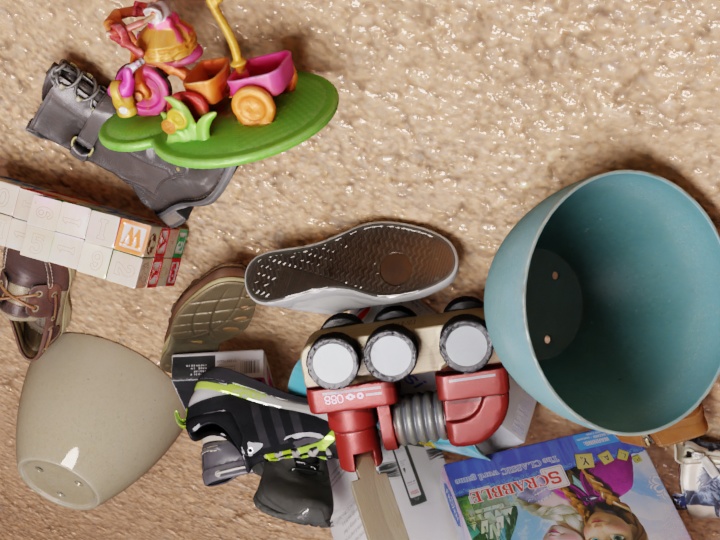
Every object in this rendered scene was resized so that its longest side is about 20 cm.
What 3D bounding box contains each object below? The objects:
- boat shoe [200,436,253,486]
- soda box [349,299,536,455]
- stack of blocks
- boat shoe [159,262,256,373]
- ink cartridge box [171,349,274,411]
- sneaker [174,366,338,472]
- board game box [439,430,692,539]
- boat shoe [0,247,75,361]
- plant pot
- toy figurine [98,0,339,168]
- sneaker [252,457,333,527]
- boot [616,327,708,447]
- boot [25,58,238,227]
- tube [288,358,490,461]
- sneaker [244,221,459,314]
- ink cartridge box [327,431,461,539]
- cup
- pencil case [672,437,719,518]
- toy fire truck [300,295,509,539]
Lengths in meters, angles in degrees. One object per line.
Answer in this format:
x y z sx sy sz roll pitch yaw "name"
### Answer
-0.082 0.223 1.378 0.200 0.063 0.073 5 155 -1 "boat shoe"
0.075 0.099 1.187 0.200 0.063 0.068 38 139 -18 "soda box"
-0.278 -0.039 1.153 0.200 0.059 0.115 16 -177 9 "stack of blocks"
-0.157 0.038 1.219 0.072 0.068 0.200 8 150 -21 "boat shoe"
-0.138 0.139 1.305 0.095 0.037 0.200 -3 154 1 "ink cartridge box"
-0.081 0.163 1.171 0.200 0.083 0.072 18 156 12 "sneaker"
0.199 0.249 1.133 0.200 0.200 0.041 -12 140 -12 "board game box"
-0.352 0.025 1.301 0.072 0.072 0.200 20 141 3 "boat shoe"
0.176 0.027 0.976 0.200 0.200 0.135 39 161 -20 "plant pot"
-0.131 -0.191 0.910 0.200 0.150 0.184 -1 125 20 "toy figurine"
-0.066 0.190 1.230 0.076 0.200 0.091 14 102 -19 "sneaker"
0.279 0.102 1.079 0.200 0.077 0.155 -9 131 36 "boot"
-0.196 -0.123 1.059 0.174 0.069 0.200 36 141 -17 "boot"
0.028 0.135 1.165 0.200 0.050 0.077 20 174 22 "tube"
0.000 0.000 1.125 0.200 0.073 0.085 -4 168 19 "sneaker"
0.027 0.230 1.247 0.084 0.200 0.146 -5 151 -28 "ink cartridge box"
-0.321 0.191 1.422 0.200 0.143 0.200 14 141 12 "cup"
0.394 0.194 1.131 0.200 0.078 0.089 -3 154 29 "pencil case"
0.047 0.140 1.062 0.176 0.129 0.200 -8 101 6 "toy fire truck"
